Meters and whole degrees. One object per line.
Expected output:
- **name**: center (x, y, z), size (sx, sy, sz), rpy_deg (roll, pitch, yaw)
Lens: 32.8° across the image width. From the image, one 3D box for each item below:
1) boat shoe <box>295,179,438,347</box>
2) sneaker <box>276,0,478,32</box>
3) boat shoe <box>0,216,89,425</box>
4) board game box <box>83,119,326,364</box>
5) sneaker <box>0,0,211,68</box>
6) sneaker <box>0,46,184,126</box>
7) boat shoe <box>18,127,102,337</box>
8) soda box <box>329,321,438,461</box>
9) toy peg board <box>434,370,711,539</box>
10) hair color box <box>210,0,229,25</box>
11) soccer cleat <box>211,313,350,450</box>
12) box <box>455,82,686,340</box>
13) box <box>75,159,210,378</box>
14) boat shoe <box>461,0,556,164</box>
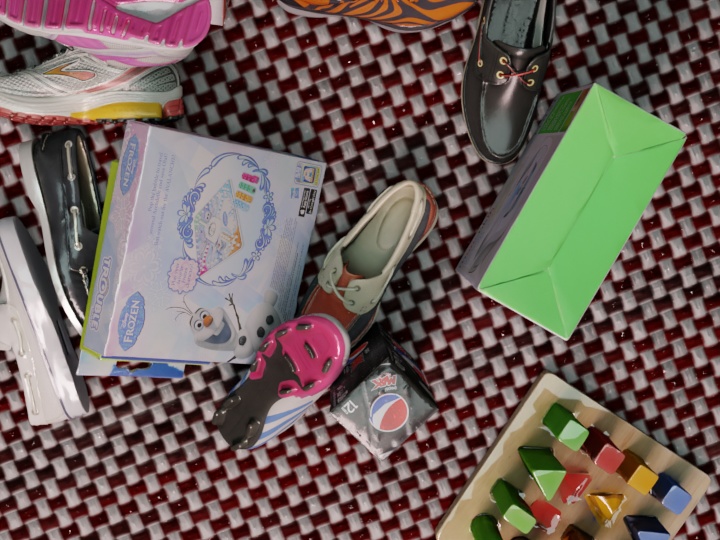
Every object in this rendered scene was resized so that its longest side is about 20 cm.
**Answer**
- **boat shoe**: center (0.000, 0.000, 1.143), size (0.071, 0.063, 0.200), rpy_deg (39, 93, 14)
- **sneaker**: center (0.014, -0.257, 1.099), size (0.200, 0.112, 0.078), rpy_deg (-2, 96, -1)
- **boat shoe**: center (-0.318, 0.051, 1.147), size (0.070, 0.071, 0.200), rpy_deg (-17, 103, -2)
- **board game box**: center (-0.136, -0.019, 1.098), size (0.199, 0.043, 0.200), rpy_deg (8, 97, -44)
- **sneaker**: center (-0.230, -0.217, 1.057), size (0.200, 0.088, 0.082), rpy_deg (15, 73, -4)
- **sneaker**: center (-0.264, -0.175, 1.126), size (0.200, 0.078, 0.082), rpy_deg (-2, 92, -11)
- **boat shoe**: center (-0.259, -0.033, 1.134), size (0.060, 0.076, 0.200), rpy_deg (-17, 97, 6)
- **soda box**: center (0.017, 0.103, 1.092), size (0.071, 0.200, 0.063), rpy_deg (-43, 96, 3)
- **toy peg board**: center (0.209, 0.237, 1.164), size (0.199, 0.098, 0.200), rpy_deg (33, 95, -4)
- **hair color box**: center (-0.161, -0.319, 1.062), size (0.101, 0.061, 0.200), rpy_deg (7, 132, -3)
- **soccer cleat**: center (-0.061, 0.093, 1.113), size (0.070, 0.086, 0.200), rpy_deg (54, 130, 10)
- **box**: center (0.182, -0.055, 1.092), size (0.097, 0.176, 0.200), rpy_deg (29, 95, -5)
- **box**: center (-0.185, 0.006, 1.127), size (0.122, 0.048, 0.200), rpy_deg (7, 97, -40)
- **boat shoe**: center (0.138, -0.199, 1.135), size (0.073, 0.063, 0.202), rpy_deg (7, 97, -5)
